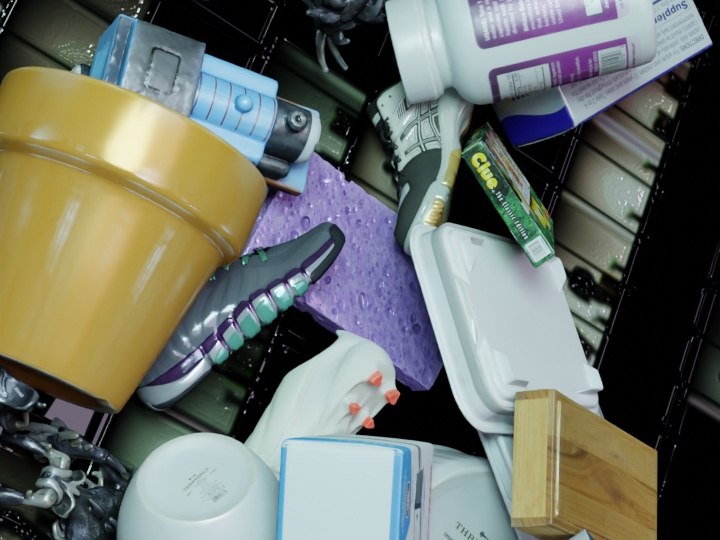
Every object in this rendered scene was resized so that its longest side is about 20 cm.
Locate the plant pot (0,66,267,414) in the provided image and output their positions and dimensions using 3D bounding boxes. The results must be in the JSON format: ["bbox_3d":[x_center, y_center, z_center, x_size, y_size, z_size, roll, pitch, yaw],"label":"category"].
[{"bbox_3d":[-0.187,-0.010,1.078,0.199,0.200,0.185,27,75,-24],"label":"plant pot"}]

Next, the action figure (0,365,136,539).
[{"bbox_3d":[-0.223,0.152,1.089,0.201,0.101,0.120,58,48,-40],"label":"action figure"}]

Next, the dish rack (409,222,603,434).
[{"bbox_3d":[0.123,0.043,1.237,0.199,0.043,0.173,11,58,-53],"label":"dish rack"}]

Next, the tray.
[{"bbox_3d":[0.177,0.165,1.207,0.199,0.037,0.100,30,58,-52],"label":"tray"}]

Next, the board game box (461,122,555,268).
[{"bbox_3d":[0.121,-0.065,1.272,0.023,0.200,0.105,-31,96,10],"label":"board game box"}]

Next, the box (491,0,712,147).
[{"bbox_3d":[0.178,-0.239,1.373,0.183,0.105,0.202,-30,97,-29],"label":"box"}]

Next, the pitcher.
[{"bbox_3d":[-0.089,0.197,1.110,0.171,0.120,0.201,-43,144,-37],"label":"pitcher"}]

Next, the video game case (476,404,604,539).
[{"bbox_3d":[0.152,0.131,1.276,0.199,0.023,0.184,-2,68,-59],"label":"video game case"}]

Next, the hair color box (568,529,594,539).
[{"bbox_3d":[0.108,0.286,1.122,0.199,0.100,0.061,-36,123,8],"label":"hair color box"}]

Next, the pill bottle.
[{"bbox_3d":[0.124,-0.194,1.231,0.198,0.112,0.114,-13,88,6],"label":"pill bottle"}]

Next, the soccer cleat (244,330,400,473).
[{"bbox_3d":[-0.055,0.131,1.211,0.200,0.077,0.069,-44,134,-9],"label":"soccer cleat"}]

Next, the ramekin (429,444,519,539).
[{"bbox_3d":[0.070,0.237,1.244,0.200,0.094,0.205,5,80,-29],"label":"ramekin"}]

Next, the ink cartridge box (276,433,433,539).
[{"bbox_3d":[-0.002,0.188,1.073,0.085,0.200,0.148,2,86,10],"label":"ink cartridge box"}]

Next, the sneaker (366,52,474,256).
[{"bbox_3d":[0.043,-0.104,1.294,0.087,0.076,0.202,13,62,1],"label":"sneaker"}]

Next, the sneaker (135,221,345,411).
[{"bbox_3d":[-0.103,0.012,1.178,0.200,0.074,0.088,-41,94,-14],"label":"sneaker"}]

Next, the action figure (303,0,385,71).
[{"bbox_3d":[-0.009,-0.268,1.265,0.118,0.102,0.202,-9,128,-56],"label":"action figure"}]

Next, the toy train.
[{"bbox_3d":[-0.119,-0.115,1.172,0.198,0.114,0.088,19,74,-21],"label":"toy train"}]

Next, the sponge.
[{"bbox_3d":[0.000,0.000,1.278,0.199,0.030,0.112,36,66,-21],"label":"sponge"}]
